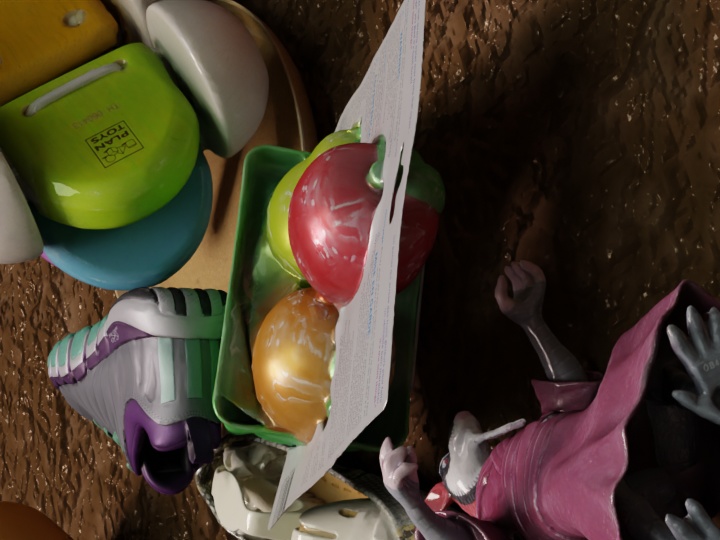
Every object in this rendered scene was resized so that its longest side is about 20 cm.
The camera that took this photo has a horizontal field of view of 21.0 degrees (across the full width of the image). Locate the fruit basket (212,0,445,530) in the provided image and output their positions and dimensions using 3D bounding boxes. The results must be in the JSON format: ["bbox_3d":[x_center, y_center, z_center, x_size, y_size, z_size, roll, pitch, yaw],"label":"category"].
[{"bbox_3d":[0.000,0.000,0.820,0.200,0.093,0.187,135,145,-62],"label":"fruit basket"}]

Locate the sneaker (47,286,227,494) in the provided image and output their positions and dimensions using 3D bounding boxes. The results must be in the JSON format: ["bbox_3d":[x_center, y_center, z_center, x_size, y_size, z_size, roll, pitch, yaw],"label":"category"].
[{"bbox_3d":[-0.111,0.071,0.953,0.200,0.074,0.088,138,130,-68],"label":"sneaker"}]

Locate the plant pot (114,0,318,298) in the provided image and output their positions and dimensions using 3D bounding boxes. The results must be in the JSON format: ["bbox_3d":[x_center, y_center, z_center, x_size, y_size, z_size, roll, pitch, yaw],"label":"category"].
[{"bbox_3d":[-0.077,-0.043,1.027,0.199,0.027,0.202,-4,85,54],"label":"plant pot"}]

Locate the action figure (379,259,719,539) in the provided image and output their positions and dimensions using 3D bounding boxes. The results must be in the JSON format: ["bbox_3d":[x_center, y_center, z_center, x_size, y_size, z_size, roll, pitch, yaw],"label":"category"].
[{"bbox_3d":[0.093,0.079,0.764,0.149,0.134,0.200,44,153,-8],"label":"action figure"}]

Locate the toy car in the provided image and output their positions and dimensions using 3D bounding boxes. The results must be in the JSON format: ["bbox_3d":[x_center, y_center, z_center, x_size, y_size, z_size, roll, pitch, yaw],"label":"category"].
[{"bbox_3d":[-0.143,-0.067,0.988,0.200,0.174,0.151,46,159,43],"label":"toy car"}]

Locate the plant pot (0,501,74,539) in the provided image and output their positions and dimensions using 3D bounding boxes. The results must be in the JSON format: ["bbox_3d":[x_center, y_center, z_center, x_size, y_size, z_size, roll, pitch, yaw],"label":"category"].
[{"bbox_3d":[-0.176,0.255,1.030,0.183,0.199,0.202,32,114,32],"label":"plant pot"}]

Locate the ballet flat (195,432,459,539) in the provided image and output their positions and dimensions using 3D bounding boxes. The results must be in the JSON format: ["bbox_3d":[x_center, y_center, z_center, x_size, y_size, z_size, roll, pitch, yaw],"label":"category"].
[{"bbox_3d":[-0.016,0.123,0.904,0.200,0.072,0.073,22,106,51],"label":"ballet flat"}]
